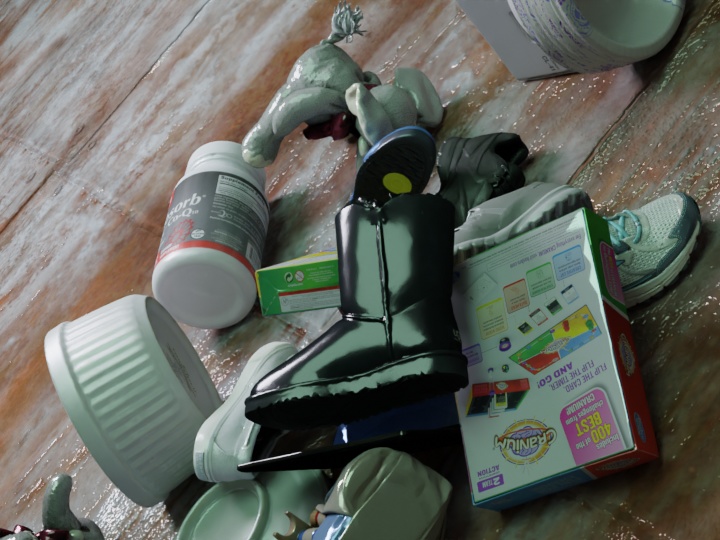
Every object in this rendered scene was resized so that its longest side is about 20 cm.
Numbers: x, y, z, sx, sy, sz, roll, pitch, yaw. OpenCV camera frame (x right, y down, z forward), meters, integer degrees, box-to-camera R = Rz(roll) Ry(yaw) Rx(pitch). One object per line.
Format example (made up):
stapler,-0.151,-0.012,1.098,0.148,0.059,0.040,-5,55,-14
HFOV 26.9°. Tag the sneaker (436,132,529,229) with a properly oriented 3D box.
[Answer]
sneaker,0.112,-0.063,1.434,0.090,0.076,0.202,-14,45,29

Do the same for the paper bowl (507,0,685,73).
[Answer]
paper bowl,0.214,-0.291,1.450,0.104,0.200,0.202,-10,45,50

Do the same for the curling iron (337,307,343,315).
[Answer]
curling iron,0.002,0.037,1.441,0.049,0.026,0.200,-15,6,-14

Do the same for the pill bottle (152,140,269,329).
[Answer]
pill bottle,-0.161,-0.043,1.673,0.115,0.116,0.201,-26,36,26

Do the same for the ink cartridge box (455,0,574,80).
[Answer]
ink cartridge box,0.191,-0.322,1.562,0.085,0.148,0.201,-4,49,48

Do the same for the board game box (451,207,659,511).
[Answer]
board game box,0.143,0.072,1.195,0.152,0.040,0.203,-24,62,32

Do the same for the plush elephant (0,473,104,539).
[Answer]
plush elephant,-0.307,0.274,1.446,0.163,0.202,0.155,9,35,37

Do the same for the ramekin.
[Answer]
ramekin,-0.212,0.120,1.481,0.104,0.201,0.201,-30,34,4

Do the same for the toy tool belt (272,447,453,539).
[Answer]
toy tool belt,-0.012,0.239,1.213,0.201,0.124,0.123,-55,7,-18

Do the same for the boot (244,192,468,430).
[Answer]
boot,-0.007,0.032,1.238,0.198,0.076,0.170,-16,62,21

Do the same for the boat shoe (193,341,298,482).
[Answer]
boat shoe,-0.088,0.131,1.415,0.068,0.073,0.200,5,23,21

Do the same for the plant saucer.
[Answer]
plant saucer,-0.114,0.244,1.360,0.199,0.050,0.201,-30,35,23

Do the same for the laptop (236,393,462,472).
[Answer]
laptop,0.018,0.104,1.313,0.186,0.199,0.118,-17,75,36

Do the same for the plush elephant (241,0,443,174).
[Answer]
plush elephant,-0.002,-0.166,1.623,0.155,0.164,0.201,45,128,23

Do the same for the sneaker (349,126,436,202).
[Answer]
sneaker,0.032,-0.095,1.487,0.201,0.065,0.079,117,178,-57

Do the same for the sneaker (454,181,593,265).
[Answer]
sneaker,0.113,-0.018,1.351,0.198,0.076,0.082,-27,30,-20

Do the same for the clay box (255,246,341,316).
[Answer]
clay box,0.000,0.000,1.416,0.114,0.048,0.199,-8,4,28

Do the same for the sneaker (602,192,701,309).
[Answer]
sneaker,0.192,-0.007,1.263,0.199,0.086,0.078,-35,34,15
